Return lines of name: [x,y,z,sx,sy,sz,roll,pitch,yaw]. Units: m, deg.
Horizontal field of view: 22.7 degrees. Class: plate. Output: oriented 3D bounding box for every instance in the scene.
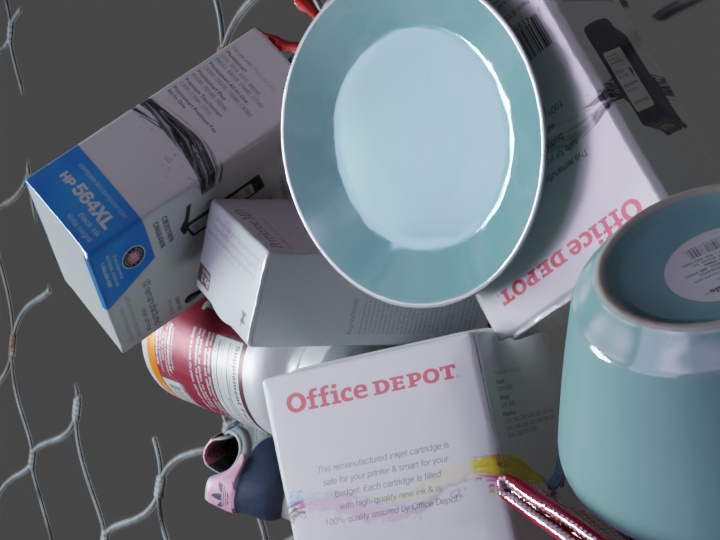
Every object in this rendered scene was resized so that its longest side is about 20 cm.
plate: [0.033,-0.078,1.059,0.200,0.026,0.201,9,104,40]

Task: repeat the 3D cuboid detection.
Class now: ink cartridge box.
ink cartridge box: [0.050,0.145,1.118,0.146,0.146,0.200,-14,85,24]
ink cartridge box: [0.108,-0.080,1.069,0.145,0.084,0.200,-38,73,36]
ink cartridge box: [-0.120,-0.056,1.268,0.084,0.200,0.146,48,164,25]

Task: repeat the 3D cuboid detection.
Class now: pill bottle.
pill bottle: [-0.063,0.061,1.317,0.200,0.113,0.113,15,104,48]

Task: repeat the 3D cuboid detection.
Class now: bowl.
bowl: [0.181,0.031,0.878,0.201,0.201,0.105,40,157,54]

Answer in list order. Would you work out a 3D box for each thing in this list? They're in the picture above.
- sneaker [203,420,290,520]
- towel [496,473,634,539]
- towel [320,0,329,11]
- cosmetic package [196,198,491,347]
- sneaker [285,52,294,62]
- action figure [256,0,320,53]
sneaker: [-0.085,0.134,1.454,0.200,0.082,0.070,-99,15,-69]
towel: [0.177,0.162,0.917,0.145,0.200,0.023,30,93,54]
towel: [0.023,-0.198,1.197,0.200,0.030,0.146,-57,27,20]
cosmetic package: [0.000,0.000,1.228,0.102,0.200,0.074,42,124,53]
sneaker: [-0.061,-0.108,1.413,0.200,0.077,0.084,-86,21,-45]
action figure: [-0.018,-0.210,1.316,0.065,0.099,0.200,-98,26,-83]
